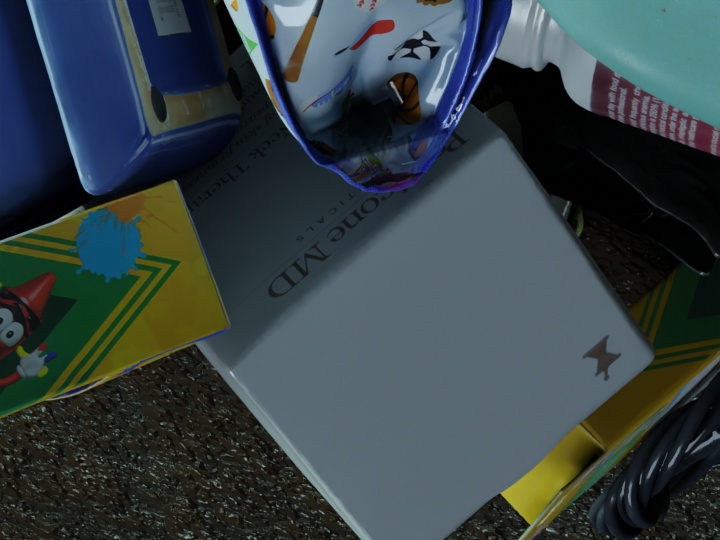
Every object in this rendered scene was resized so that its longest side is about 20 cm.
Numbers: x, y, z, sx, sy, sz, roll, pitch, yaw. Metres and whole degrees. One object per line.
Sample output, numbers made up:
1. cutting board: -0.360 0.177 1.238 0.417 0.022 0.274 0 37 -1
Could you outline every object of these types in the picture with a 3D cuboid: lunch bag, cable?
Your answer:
1. lunch bag: -0.013 -0.155 1.181 0.123 0.170 0.200 -14 132 -6
2. cable: 0.192 0.093 1.557 0.051 0.163 0.200 48 163 8

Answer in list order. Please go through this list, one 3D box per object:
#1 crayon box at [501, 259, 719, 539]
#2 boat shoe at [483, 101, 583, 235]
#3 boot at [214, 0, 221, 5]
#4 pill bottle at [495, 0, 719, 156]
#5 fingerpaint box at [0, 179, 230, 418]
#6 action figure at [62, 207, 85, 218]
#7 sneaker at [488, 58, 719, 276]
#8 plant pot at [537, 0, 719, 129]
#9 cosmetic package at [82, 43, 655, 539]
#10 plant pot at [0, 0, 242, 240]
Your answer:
1. crayon box: 0.138 0.058 1.486 0.052 0.200 0.126 47 154 9
2. boat shoe: 0.081 -0.026 1.540 0.060 0.072 0.202 -9 149 -24
3. boot: -0.098 -0.109 1.441 0.154 0.074 0.204 -34 113 19
4. pill bottle: 0.156 -0.110 1.267 0.199 0.114 0.114 20 153 9
5. fingerpaint box: -0.167 0.031 1.281 0.074 0.166 0.200 69 160 -1
6. action figure: -0.134 -0.033 1.580 0.200 0.194 0.105 39 107 -7
7. sneaker: 0.097 -0.083 1.375 0.199 0.104 0.060 26 154 -1
8. plant pot: 0.152 -0.151 1.122 0.161 0.201 0.201 21 154 24
9. cosmetic package: 0.000 0.000 1.381 0.166 0.167 0.200 53 175 -37
10. plant pot: -0.168 -0.110 1.290 0.179 0.201 0.200 -15 -178 16
